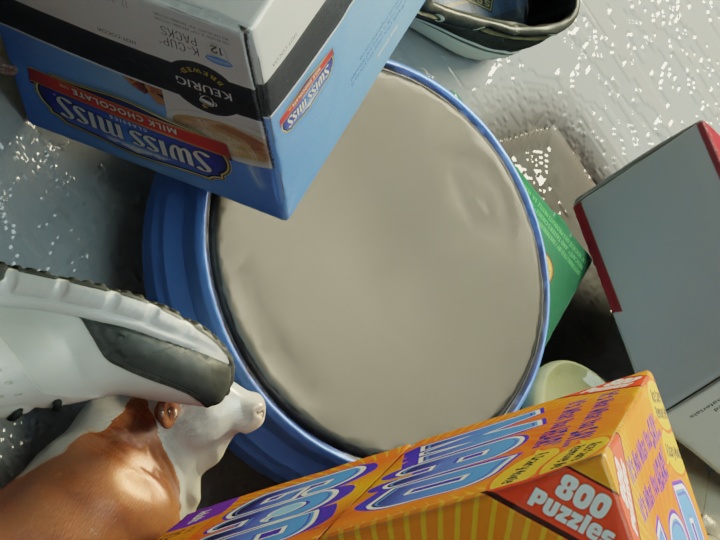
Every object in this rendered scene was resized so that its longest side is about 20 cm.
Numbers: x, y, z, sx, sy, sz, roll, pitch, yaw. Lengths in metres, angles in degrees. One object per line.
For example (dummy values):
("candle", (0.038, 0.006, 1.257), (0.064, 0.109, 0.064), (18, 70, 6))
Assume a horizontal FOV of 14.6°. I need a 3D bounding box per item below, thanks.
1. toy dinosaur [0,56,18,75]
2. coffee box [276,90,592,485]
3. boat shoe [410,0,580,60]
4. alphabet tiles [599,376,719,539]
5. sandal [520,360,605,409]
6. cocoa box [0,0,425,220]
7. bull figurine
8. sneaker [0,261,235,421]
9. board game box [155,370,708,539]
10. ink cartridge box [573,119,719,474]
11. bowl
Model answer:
("toy dinosaur", (-0.188, -0.130, 1.054), (0.200, 0.135, 0.086), (51, 53, -27))
("coffee box", (0.022, 0.028, 1.294), (0.123, 0.044, 0.200), (48, 54, -26))
("boat shoe", (0.021, -0.150, 1.311), (0.200, 0.057, 0.069), (16, 73, -41))
("alphabet tiles", (0.132, 0.140, 1.283), (0.200, 0.015, 0.196), (38, 35, -14))
("sandal", (0.103, 0.102, 1.217), (0.080, 0.057, 0.201), (38, 31, -28))
("cocoa box", (-0.046, -0.148, 1.157), (0.200, 0.133, 0.131), (-59, 159, -27))
("bull figurine", (-0.114, 0.120, 1.127), (0.200, 0.065, 0.121), (-31, 107, -27))
("sneaker", (-0.149, 0.033, 1.088), (0.200, 0.074, 0.080), (11, 85, -10))
("board game box", (0.034, 0.171, 1.010), (0.200, 0.200, 0.200), (-30, 102, -78))
("ink cartridge box", (0.206, 0.041, 1.383), (0.200, 0.083, 0.146), (38, 25, -43))
("bowl", (0.000, 0.000, 1.225), (0.201, 0.039, 0.201), (10, 72, -33))
